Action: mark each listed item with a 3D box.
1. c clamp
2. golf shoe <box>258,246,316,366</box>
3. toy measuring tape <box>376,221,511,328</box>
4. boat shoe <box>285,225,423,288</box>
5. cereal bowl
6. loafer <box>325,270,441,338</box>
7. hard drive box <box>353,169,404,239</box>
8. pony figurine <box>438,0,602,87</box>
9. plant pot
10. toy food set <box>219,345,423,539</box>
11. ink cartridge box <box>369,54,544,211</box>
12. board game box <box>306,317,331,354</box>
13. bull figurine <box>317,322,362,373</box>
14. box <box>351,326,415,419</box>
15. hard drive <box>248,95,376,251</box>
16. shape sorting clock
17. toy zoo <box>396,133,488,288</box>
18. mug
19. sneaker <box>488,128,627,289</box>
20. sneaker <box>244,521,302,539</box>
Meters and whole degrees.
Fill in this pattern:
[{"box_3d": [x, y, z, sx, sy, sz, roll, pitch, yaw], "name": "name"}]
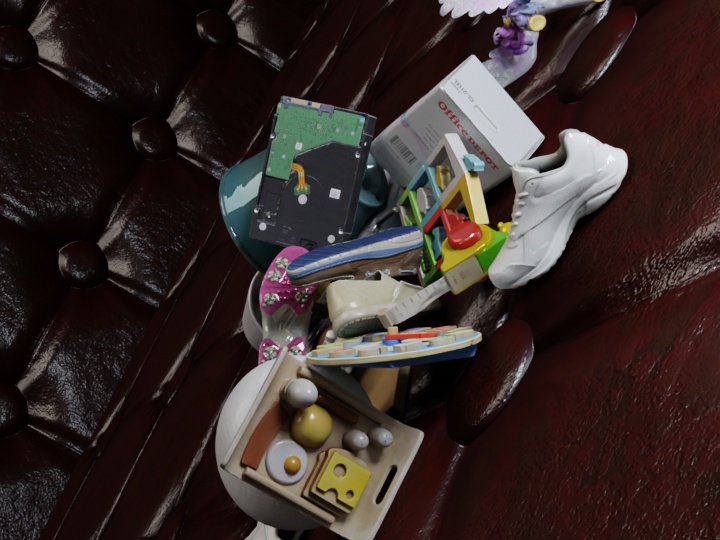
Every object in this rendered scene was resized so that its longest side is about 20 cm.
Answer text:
[{"box_3d": [-0.028, 0.010, 1.705, 0.201, 0.027, 0.171, -57, 5, -19], "name": "c clamp"}, {"box_3d": [-0.100, 0.069, 1.642, 0.092, 0.075, 0.201, 103, 176, -72], "name": "golf shoe"}, {"box_3d": [0.099, -0.002, 1.460, 0.199, 0.074, 0.074, -32, 14, -6], "name": "toy measuring tape"}, {"box_3d": [0.000, 0.000, 1.557, 0.072, 0.199, 0.073, 12, 114, 59], "name": "boat shoe"}, {"box_3d": [-0.061, 0.196, 1.410, 0.201, 0.200, 0.083, -63, 20, -18], "name": "cereal bowl"}, {"box_3d": [0.029, 0.036, 1.509, 0.076, 0.069, 0.200, -33, -17, 29], "name": "loafer"}, {"box_3d": [0.049, -0.081, 1.842, 0.200, 0.077, 0.156, -45, 20, 39], "name": "hard drive box"}, {"box_3d": [0.232, -0.361, 1.737, 0.192, 0.167, 0.200, -27, 8, -9], "name": "pony figurine"}, {"box_3d": [-0.069, -0.109, 1.793, 0.187, 0.200, 0.201, -30, 28, 30], "name": "plant pot"}, {"box_3d": [-0.039, 0.192, 1.337, 0.144, 0.199, 0.060, -62, 21, -15], "name": "toy food set"}, {"box_3d": [0.123, -0.167, 1.622, 0.083, 0.146, 0.200, -45, 7, -33], "name": "ink cartridge box"}, {"box_3d": [-0.076, 0.158, 1.753, 0.200, 0.056, 0.166, -49, 15, 56], "name": "board game box"}, {"box_3d": [-0.015, 0.082, 1.631, 0.122, 0.065, 0.201, 118, 177, -62], "name": "bull figurine"}, {"box_3d": [0.013, 0.153, 1.592, 0.164, 0.021, 0.201, -46, 18, 34], "name": "box"}, {"box_3d": [-0.065, -0.125, 1.677, 0.038, 0.139, 0.201, -2, -75, -69], "name": "hard drive"}, {"box_3d": [0.037, 0.083, 1.387, 0.200, 0.199, 0.040, 174, 92, -71], "name": "shape sorting clock"}, {"box_3d": [0.107, -0.081, 1.569, 0.200, 0.020, 0.132, 127, 132, -55], "name": "toy zoo"}, {"box_3d": [-0.105, 0.069, 1.983, 0.153, 0.185, 0.150, 134, 130, -65], "name": "mug"}, {"box_3d": [0.190, -0.072, 1.330, 0.200, 0.099, 0.078, -53, 16, 17], "name": "sneaker"}, {"box_3d": [-0.098, 0.306, 1.576, 0.080, 0.070, 0.201, -37, 30, 31], "name": "sneaker"}]
